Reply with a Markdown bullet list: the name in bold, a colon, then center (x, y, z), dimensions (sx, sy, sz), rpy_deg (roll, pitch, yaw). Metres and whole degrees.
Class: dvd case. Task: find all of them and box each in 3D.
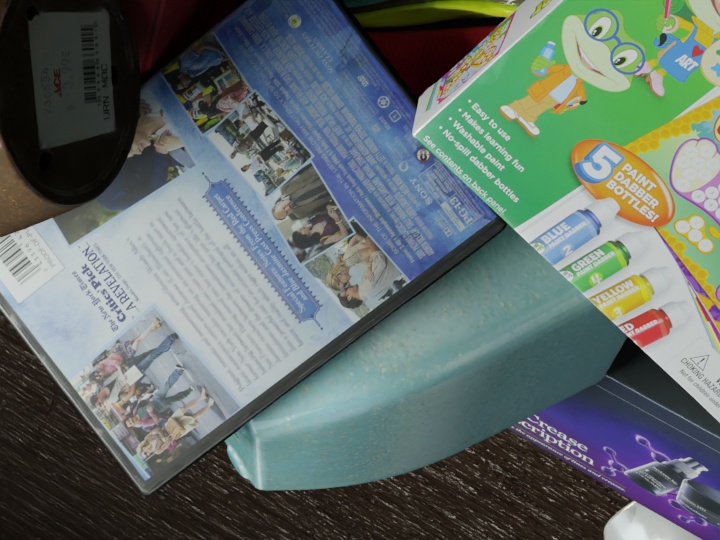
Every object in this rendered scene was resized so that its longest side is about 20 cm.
- **dvd case**: center (-0.058, -0.016, 0.704), dimensions (0.143, 0.200, 0.018), rpy_deg (53, -172, -2)

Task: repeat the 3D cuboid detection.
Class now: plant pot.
- **plant pot**: center (0.000, 0.000, 0.810), dimensions (0.196, 0.200, 0.196), rpy_deg (55, 165, 16)
- **plant pot**: center (-0.196, -0.076, 0.661), dimensions (0.200, 0.187, 0.187), rpy_deg (3, 143, 26)

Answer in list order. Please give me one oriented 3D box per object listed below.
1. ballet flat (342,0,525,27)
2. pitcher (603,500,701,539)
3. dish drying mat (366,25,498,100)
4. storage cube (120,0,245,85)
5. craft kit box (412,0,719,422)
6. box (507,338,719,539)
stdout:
- **ballet flat**: center (0.061, -0.139, 0.718), dimensions (0.200, 0.067, 0.067), rpy_deg (-2, -177, 14)
- **pitcher**: center (0.262, 0.248, 1.083), dimensions (0.172, 0.121, 0.200), rpy_deg (38, -164, -49)
- **dish drying mat**: center (0.029, -0.067, 0.720), dimensions (0.200, 0.077, 0.018), rpy_deg (-3, -179, -1)
- **storage cube**: center (-0.117, -0.188, 0.745), dimensions (0.200, 0.171, 0.180), rpy_deg (35, 155, 2)
- **craft kit box**: center (0.159, -0.057, 0.651), dimensions (0.200, 0.049, 0.197), rpy_deg (41, 114, -14)
- **box**: center (0.172, 0.075, 0.969), dimensions (0.200, 0.079, 0.141), rpy_deg (29, 153, 14)
